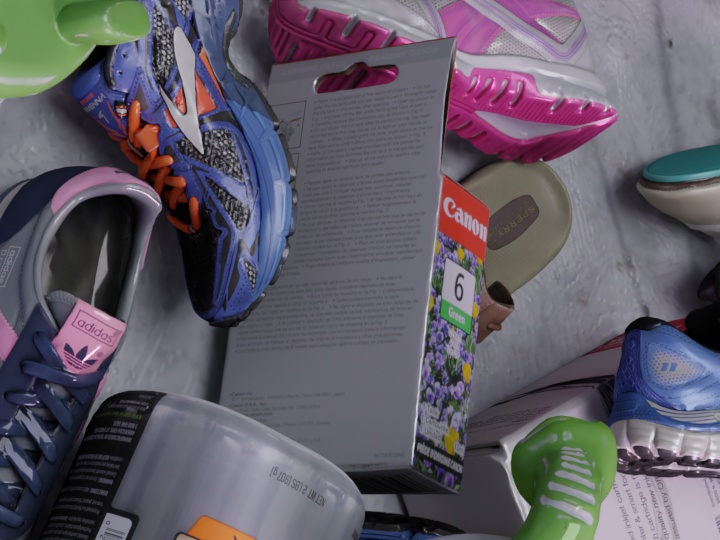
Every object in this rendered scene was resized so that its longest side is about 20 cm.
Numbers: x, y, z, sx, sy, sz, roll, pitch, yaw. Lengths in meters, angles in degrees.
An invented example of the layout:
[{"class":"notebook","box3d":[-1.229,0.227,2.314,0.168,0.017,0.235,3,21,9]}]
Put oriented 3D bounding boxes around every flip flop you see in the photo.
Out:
[{"class":"flip flop","box3d":[0.053,0.002,1.028,0.200,0.057,0.081,-38,107,-40]}]

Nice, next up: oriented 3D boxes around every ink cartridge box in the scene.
[{"class":"ink cartridge box","box3d":[0.000,0.000,0.943,0.050,0.108,0.201,32,60,-52]},{"class":"ink cartridge box","box3d":[0.127,0.124,1.051,0.199,0.084,0.146,-24,96,-42]}]

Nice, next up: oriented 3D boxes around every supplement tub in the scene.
[{"class":"supplement tub","box3d":[-0.086,0.160,0.823,0.122,0.122,0.201,34,68,-32]}]

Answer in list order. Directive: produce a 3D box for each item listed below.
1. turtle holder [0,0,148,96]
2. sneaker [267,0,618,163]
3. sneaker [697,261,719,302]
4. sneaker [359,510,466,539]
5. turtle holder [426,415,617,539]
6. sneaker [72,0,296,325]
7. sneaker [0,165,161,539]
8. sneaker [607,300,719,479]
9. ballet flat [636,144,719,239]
[{"class":"turtle holder","box3d":[-0.181,-0.119,0.770,0.185,0.131,0.142,-42,116,-53]},{"class":"sneaker","box3d":[0.037,-0.117,1.031,0.199,0.081,0.089,12,59,-37]},{"class":"sneaker","box3d":[0.239,0.079,1.178,0.090,0.076,0.201,-17,95,-24]},{"class":"sneaker","box3d":[0.037,0.153,0.918,0.075,0.199,0.079,40,58,-81]},{"class":"turtle holder","box3d":[0.043,0.158,0.825,0.132,0.140,0.187,-64,146,-82]},{"class":"sneaker","box3d":[-0.088,-0.071,0.910,0.078,0.075,0.201,-13,84,-30]},{"class":"sneaker","box3d":[-0.136,0.045,0.835,0.070,0.082,0.201,28,64,-34]},{"class":"sneaker","box3d":[0.203,0.060,1.024,0.199,0.078,0.090,11,75,-40]},{"class":"ballet flat","box3d":[0.231,-0.051,1.198,0.199,0.069,0.070,-25,98,-42]}]
